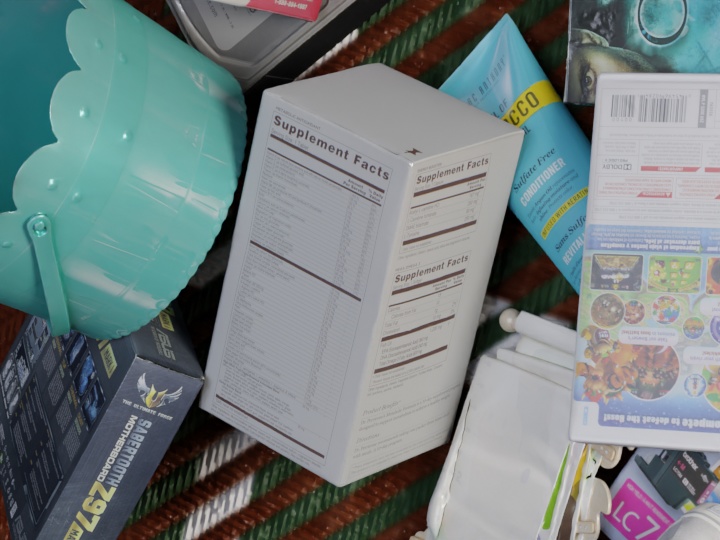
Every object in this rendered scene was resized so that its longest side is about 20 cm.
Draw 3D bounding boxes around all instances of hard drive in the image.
[{"bbox_3d":[-0.036,-0.206,1.662,0.200,0.038,0.140,-36,70,27],"label":"hard drive"}]

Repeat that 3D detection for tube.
[{"bbox_3d":[0.112,-0.047,1.560,0.077,0.050,0.200,-44,62,19],"label":"tube"}]

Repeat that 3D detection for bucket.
[{"bbox_3d":[-0.170,-0.065,1.582,0.207,0.135,0.208,-36,40,36],"label":"bucket"}]

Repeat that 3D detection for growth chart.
[{"bbox_3d":[0.091,0.121,1.562,0.145,0.018,0.201,35,108,47],"label":"growth chart"}]

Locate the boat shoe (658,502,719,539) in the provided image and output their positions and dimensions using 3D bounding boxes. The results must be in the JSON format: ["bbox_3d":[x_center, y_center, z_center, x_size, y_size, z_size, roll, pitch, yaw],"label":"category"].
[{"bbox_3d":[0.149,0.208,1.483,0.072,0.068,0.200,49,137,20],"label":"boat shoe"}]

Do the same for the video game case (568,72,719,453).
[{"bbox_3d":[0.186,-0.004,1.472,0.143,0.018,0.201,3,83,24],"label":"video game case"}]

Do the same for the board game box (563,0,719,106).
[{"bbox_3d":[0.180,-0.188,1.522,0.135,0.028,0.201,4,91,33],"label":"board game box"}]

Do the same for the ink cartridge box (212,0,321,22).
[{"bbox_3d":[-0.067,-0.254,1.573,0.084,0.145,0.201,21,99,32],"label":"ink cartridge box"}]

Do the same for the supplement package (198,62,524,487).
[{"bbox_3d":[0.000,0.000,1.568,0.114,0.109,0.201,28,117,30],"label":"supplement package"}]

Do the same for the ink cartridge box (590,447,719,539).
[{"bbox_3d":[0.222,0.094,1.486,0.119,0.042,0.200,43,110,26],"label":"ink cartridge box"}]

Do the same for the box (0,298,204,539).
[{"bbox_3d":[-0.165,0.073,1.676,0.158,0.051,0.200,-61,26,19],"label":"box"}]
